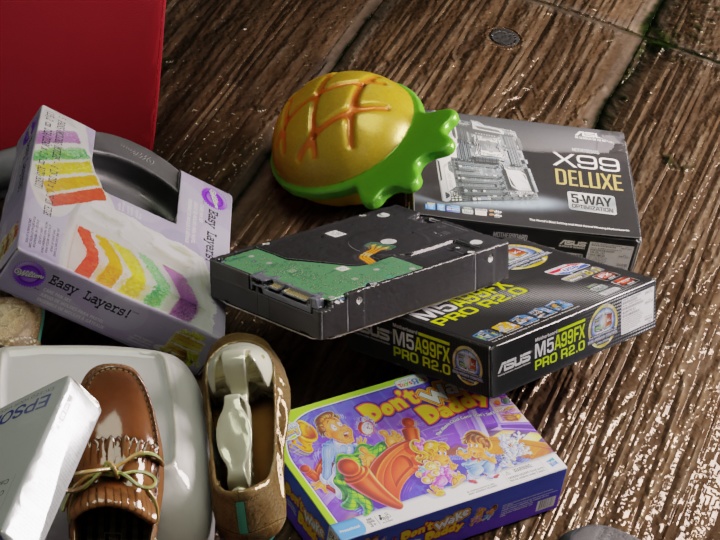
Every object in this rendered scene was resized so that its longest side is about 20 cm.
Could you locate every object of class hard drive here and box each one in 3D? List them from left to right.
[{"bbox_3d":[0.000,0.000,1.773,0.200,0.038,0.140,-17,25,-39],"label":"hard drive"}]

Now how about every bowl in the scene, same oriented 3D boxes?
[{"bbox_3d":[-0.203,0.125,1.642,0.199,0.075,0.200,1,40,-9],"label":"bowl"}]

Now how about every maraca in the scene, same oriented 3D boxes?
[{"bbox_3d":[0.001,-0.108,1.921,0.137,0.107,0.200,-50,38,-15],"label":"maraca"}]

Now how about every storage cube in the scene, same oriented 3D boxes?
[{"bbox_3d":[-0.269,-0.217,1.940,0.199,0.180,0.171,-1,35,-14],"label":"storage cube"}]

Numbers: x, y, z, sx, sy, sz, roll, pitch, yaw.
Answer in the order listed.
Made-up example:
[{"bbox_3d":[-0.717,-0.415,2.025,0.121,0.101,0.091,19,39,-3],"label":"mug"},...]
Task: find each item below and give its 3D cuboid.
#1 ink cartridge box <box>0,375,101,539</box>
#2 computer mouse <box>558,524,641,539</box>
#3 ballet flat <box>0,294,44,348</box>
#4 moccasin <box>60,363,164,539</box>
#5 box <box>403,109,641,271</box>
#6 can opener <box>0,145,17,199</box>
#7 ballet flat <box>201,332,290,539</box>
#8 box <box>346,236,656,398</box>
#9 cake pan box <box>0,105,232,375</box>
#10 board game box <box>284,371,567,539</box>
[{"bbox_3d":[-0.276,0.178,1.478,0.041,0.199,0.200,47,36,-25],"label":"ink cartridge box"},{"bbox_3d":[0.230,0.248,1.636,0.200,0.034,0.059,31,44,13],"label":"computer mouse"},{"bbox_3d":[-0.331,0.010,1.749,0.200,0.071,0.065,25,81,6],"label":"ballet flat"},{"bbox_3d":[-0.171,0.162,1.529,0.073,0.078,0.202,8,75,-8],"label":"moccasin"},{"bbox_3d":[0.138,-0.068,1.971,0.199,0.050,0.158,7,39,-5],"label":"box"},{"bbox_3d":[-0.341,-0.047,1.847,0.200,0.053,0.067,-20,81,-33],"label":"can opener"},{"bbox_3d":[-0.087,0.105,1.633,0.068,0.072,0.200,-7,48,6],"label":"ballet flat"},{"bbox_3d":[0.112,0.034,1.791,0.200,0.044,0.160,-19,27,-40],"label":"box"},{"bbox_3d":[-0.193,-0.027,1.795,0.184,0.052,0.200,28,33,-20],"label":"cake pan box"},{"bbox_3d":[0.034,0.146,1.694,0.200,0.045,0.135,-15,46,-28],"label":"board game box"}]
